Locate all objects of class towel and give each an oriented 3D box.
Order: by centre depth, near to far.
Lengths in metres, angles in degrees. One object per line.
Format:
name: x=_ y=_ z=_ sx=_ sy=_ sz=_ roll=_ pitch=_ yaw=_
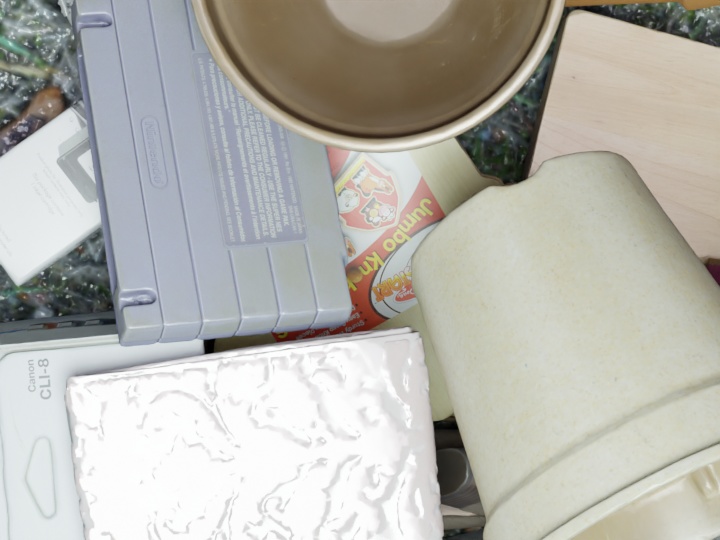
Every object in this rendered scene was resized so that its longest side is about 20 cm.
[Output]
towel: x=-0.049 y=0.140 z=1.023 sx=0.190 sy=0.032 sz=0.201 roll=-7 pitch=92 yaw=-7

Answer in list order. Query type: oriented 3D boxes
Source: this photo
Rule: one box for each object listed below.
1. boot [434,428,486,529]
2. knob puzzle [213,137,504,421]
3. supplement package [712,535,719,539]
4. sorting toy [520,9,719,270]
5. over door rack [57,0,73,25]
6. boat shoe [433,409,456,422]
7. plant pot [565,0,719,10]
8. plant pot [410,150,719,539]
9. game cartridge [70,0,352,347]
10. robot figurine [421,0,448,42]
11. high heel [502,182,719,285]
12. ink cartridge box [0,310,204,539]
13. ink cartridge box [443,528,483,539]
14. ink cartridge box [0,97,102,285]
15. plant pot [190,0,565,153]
boot: x=0.064 y=0.130 z=1.200 sx=0.146 sy=0.199 sz=0.071 roll=7 pitch=81 yaw=-42
knob puzzle: x=0.000 y=0.000 z=1.150 sx=0.218 sy=0.030 sz=0.221 roll=0 pitch=105 yaw=1
supplement package: x=0.245 y=0.162 z=1.168 sx=0.114 sy=0.200 sz=0.110 roll=41 pitch=88 yaw=-7
sorting toy: x=0.193 y=-0.038 z=1.218 sx=0.199 sy=0.070 sz=0.200 roll=14 pitch=91 yaw=-6
over door rack: x=-0.146 y=-0.244 z=1.126 sx=0.067 sy=0.147 sz=0.201 roll=-45 pitch=116 yaw=-42
boat shoe: x=0.012 y=0.051 z=1.202 sx=0.199 sy=0.072 sz=0.068 roll=11 pitch=94 yaw=-4
plant pot: x=0.140 y=-0.240 z=1.151 sx=0.139 sy=0.200 sz=0.201 roll=-14 pitch=94 yaw=11
plant pot: x=0.119 y=0.049 z=1.009 sx=0.199 sy=0.201 sz=0.184 roll=-24 pitch=69 yaw=-4
game cartridge: x=-0.081 y=-0.059 z=1.060 sx=0.129 sy=0.038 sz=0.201 roll=-3 pitch=67 yaw=-20
robot figurine: x=0.041 y=-0.187 z=1.161 sx=0.058 sy=0.145 sz=0.201 roll=-4 pitch=97 yaw=14
high heel: x=0.153 y=0.019 z=1.135 sx=0.199 sy=0.067 sz=0.097 roll=23 pitch=80 yaw=-30
ink cartridge box: x=-0.157 y=0.103 z=1.121 sx=0.144 sy=0.200 sz=0.146 roll=-5 pitch=94 yaw=-6
ink cartridge box: x=0.071 y=0.212 z=1.179 sx=0.199 sy=0.145 sz=0.085 roll=-14 pitch=94 yaw=-6
ink cartridge box: x=-0.137 y=-0.077 z=1.157 sx=0.200 sy=0.116 sz=0.068 roll=-36 pitch=95 yaw=-5
plant pot: x=0.013 y=-0.163 z=1.047 sx=0.199 sy=0.093 sz=0.202 roll=0 pitch=93 yaw=6
